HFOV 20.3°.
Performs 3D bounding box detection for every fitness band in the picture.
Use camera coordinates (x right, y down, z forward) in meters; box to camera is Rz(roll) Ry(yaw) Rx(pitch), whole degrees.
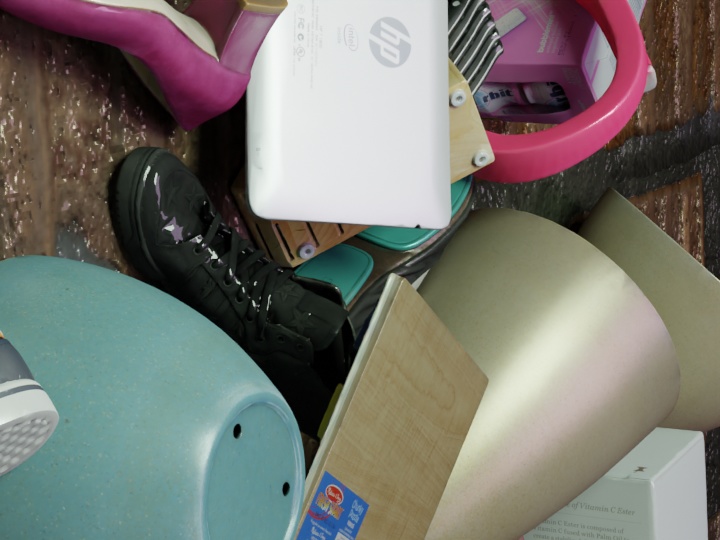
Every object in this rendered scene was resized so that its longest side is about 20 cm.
[{"bbox_3d":[0.102,-0.133,1.258,0.201,0.143,0.038,-109,176,-46],"label":"fitness band"}]

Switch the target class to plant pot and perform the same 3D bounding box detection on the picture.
[{"bbox_3d":[-0.106,0.097,0.941,0.200,0.134,0.202,-11,103,-60],"label":"plant pot"},{"bbox_3d":[0.068,0.095,1.246,0.200,0.187,0.188,-46,134,-31],"label":"plant pot"},{"bbox_3d":[0.218,0.053,1.518,0.135,0.200,0.200,-48,149,6],"label":"plant pot"}]

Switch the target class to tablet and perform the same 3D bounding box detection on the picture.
[{"bbox_3d":[-0.005,-0.125,1.088,0.129,0.014,0.202,3,85,-32],"label":"tablet"}]

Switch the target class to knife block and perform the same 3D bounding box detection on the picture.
[{"bbox_3d":[-0.002,-0.109,1.206,0.199,0.176,0.064,-28,129,-5],"label":"knife block"}]

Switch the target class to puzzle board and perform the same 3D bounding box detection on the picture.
[{"bbox_3d":[0.013,0.099,1.067,0.151,0.017,0.200,-67,158,-10],"label":"puzzle board"}]

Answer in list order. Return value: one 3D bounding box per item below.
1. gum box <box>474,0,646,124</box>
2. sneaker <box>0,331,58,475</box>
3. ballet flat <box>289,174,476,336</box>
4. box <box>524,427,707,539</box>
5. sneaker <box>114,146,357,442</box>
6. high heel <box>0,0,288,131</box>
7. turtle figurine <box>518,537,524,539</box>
[{"bbox_3d":[0.129,-0.188,1.366,0.066,0.113,0.201,58,44,-48],"label":"gum box"},{"bbox_3d":[-0.219,0.065,0.794,0.199,0.079,0.080,-18,66,-46],"label":"sneaker"},{"bbox_3d":[0.000,0.000,1.205,0.200,0.068,0.069,-42,152,-40],"label":"ballet flat"},{"bbox_3d":[0.162,0.218,1.434,0.106,0.151,0.201,-26,116,-57],"label":"box"},{"bbox_3d":[-0.050,0.017,1.066,0.060,0.104,0.201,-60,142,-41],"label":"sneaker"},{"bbox_3d":[-0.128,-0.112,0.980,0.199,0.067,0.096,-4,137,-51],"label":"high heel"},{"bbox_3d":[0.054,0.213,1.270,0.065,0.199,0.161,56,14,-13],"label":"turtle figurine"}]
